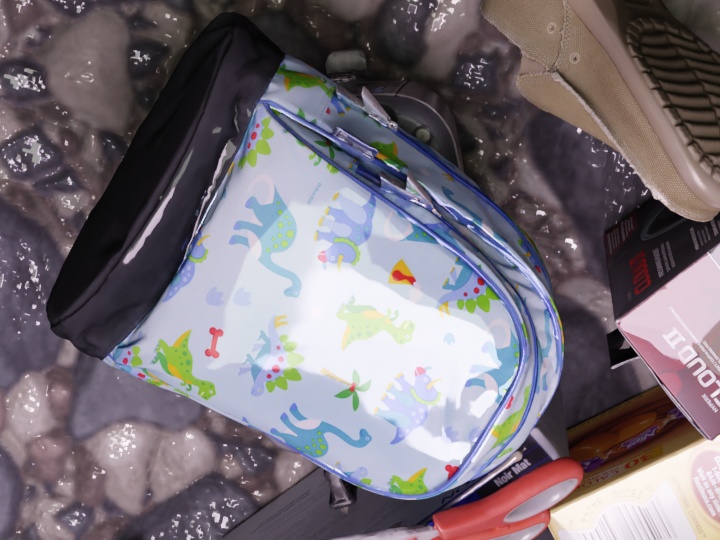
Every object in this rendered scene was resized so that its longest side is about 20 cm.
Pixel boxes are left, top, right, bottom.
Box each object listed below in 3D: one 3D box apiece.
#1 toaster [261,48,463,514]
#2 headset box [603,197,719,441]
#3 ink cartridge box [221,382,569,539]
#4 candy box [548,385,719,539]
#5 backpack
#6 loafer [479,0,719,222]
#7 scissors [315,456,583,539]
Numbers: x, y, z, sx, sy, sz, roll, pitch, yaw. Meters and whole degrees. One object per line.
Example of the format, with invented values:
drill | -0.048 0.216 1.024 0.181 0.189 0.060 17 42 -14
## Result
toaster | 0.000 0.000 1.324 0.113 0.129 0.201 -4 103 6
headset box | 0.197 -0.017 1.296 0.200 0.149 0.077 -37 101 13
ink cartridge box | 0.010 0.122 1.318 0.199 0.200 0.041 -36 100 12
candy box | 0.186 0.078 1.338 0.199 0.117 0.057 -28 101 11
backpack | -0.009 0.011 1.200 0.199 0.154 0.164 30 99 -21
loafer | 0.118 -0.088 1.286 0.076 0.200 0.068 8 130 -36
scissors | 0.022 0.118 1.193 0.073 0.199 0.014 -48 66 40
